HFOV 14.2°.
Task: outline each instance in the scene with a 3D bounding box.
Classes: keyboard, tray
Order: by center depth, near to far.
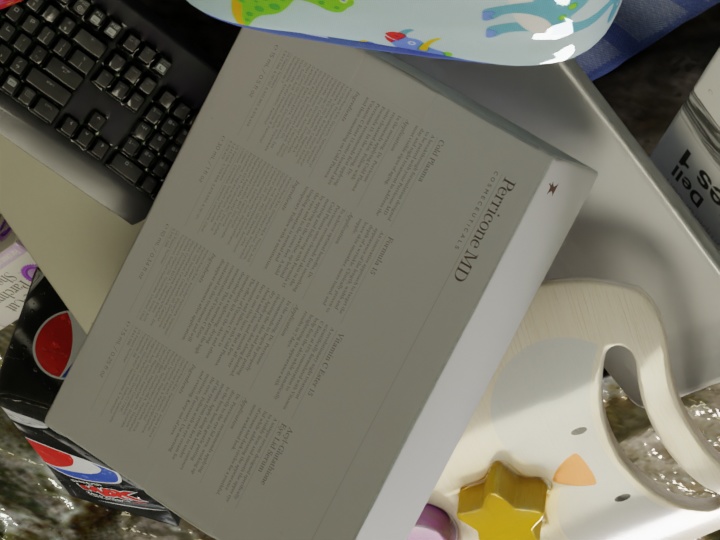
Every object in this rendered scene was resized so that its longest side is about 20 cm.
[{"bbox_3d":[-0.124,-0.118,1.158,0.200,0.127,0.021,36,178,-23],"label":"keyboard"},{"bbox_3d":[0.086,-0.037,1.158,0.200,0.022,0.107,52,149,-6],"label":"tray"}]

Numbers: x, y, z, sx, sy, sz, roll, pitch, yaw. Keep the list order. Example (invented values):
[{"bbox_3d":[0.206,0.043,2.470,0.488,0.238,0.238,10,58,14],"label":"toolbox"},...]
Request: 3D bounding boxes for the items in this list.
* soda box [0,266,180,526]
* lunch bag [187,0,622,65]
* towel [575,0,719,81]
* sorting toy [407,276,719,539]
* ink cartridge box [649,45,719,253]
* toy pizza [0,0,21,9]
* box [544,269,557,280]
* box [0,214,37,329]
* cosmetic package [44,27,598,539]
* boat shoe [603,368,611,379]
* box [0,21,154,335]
[{"bbox_3d":[-0.123,0.065,1.419,0.063,0.071,0.200,15,163,10],"label":"soda box"},{"bbox_3d":[0.024,-0.168,0.931,0.160,0.201,0.083,10,149,-1],"label":"lunch bag"},{"bbox_3d":[0.034,-0.136,1.145,0.199,0.024,0.147,30,142,-27],"label":"towel"},{"bbox_3d":[0.069,0.074,1.203,0.179,0.107,0.200,-18,121,31],"label":"sorting toy"},{"bbox_3d":[0.201,-0.039,1.114,0.146,0.084,0.200,51,150,15],"label":"ink cartridge box"},{"bbox_3d":[-0.134,-0.120,1.042,0.199,0.032,0.200,-24,175,-2],"label":"toy pizza"},{"bbox_3d":[0.000,0.000,1.292,0.161,0.049,0.200,44,142,-4],"label":"box"},{"bbox_3d":[-0.202,0.013,1.444,0.041,0.039,0.200,30,144,-27],"label":"box"},{"bbox_3d":[-0.018,0.012,1.151,0.150,0.201,0.052,32,-171,29],"label":"cosmetic package"},{"bbox_3d":[0.113,0.013,1.309,0.065,0.074,0.199,30,154,-34],"label":"boat shoe"},{"bbox_3d":[-0.103,-0.033,1.246,0.082,0.068,0.200,-14,117,39],"label":"box"}]
